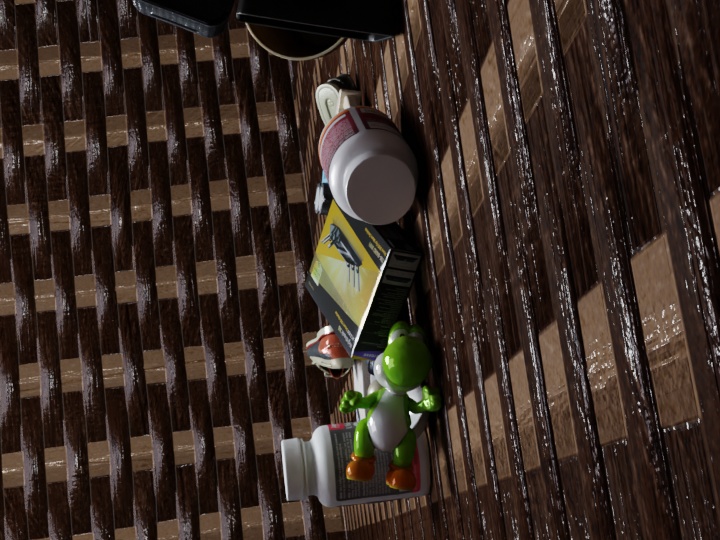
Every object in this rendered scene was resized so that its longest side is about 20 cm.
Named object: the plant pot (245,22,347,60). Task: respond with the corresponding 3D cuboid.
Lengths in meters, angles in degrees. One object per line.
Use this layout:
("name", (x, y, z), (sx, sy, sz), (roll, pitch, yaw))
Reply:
("plant pot", (-0.078, -0.416, 1.871), (0.200, 0.183, 0.190), (-23, -73, -82))

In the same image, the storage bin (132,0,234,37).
("storage bin", (-0.212, -0.424, 1.548), (0.094, 0.133, 0.203), (-167, 95, -81))

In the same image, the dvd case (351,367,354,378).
("dvd case", (-0.005, 0.057, 1.900), (0.202, 0.017, 0.144), (77, -159, -45))

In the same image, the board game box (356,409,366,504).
("board game box", (0.028, 0.287, 1.992), (0.202, 0.060, 0.202), (-102, 9, -46))

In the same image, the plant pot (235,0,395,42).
("plant pot", (-0.053, -0.398, 1.517), (0.200, 0.196, 0.181), (-127, 44, -79))

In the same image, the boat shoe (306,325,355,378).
("boat shoe", (-0.039, 0.127, 1.754), (0.200, 0.070, 0.064), (122, 139, -74))

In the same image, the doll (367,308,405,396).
("doll", (0.034, 0.082, 1.578), (0.136, 0.048, 0.204), (-24, 61, 60))

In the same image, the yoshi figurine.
("yoshi figurine", (0.041, 0.162, 1.452), (0.111, 0.111, 0.204), (7, 84, 47))

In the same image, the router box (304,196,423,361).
("router box", (0.000, 0.000, 1.558), (0.200, 0.051, 0.159), (52, 128, 55))

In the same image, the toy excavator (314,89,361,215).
("toy excavator", (-0.012, -0.183, 1.842), (0.194, 0.098, 0.204), (-154, 71, -81))

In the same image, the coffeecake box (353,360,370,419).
("coffeecake box", (0.026, 0.120, 1.767), (0.154, 0.072, 0.204), (-107, 12, -68))

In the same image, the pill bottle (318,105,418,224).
("pill bottle", (0.011, -0.128, 1.471), (0.200, 0.111, 0.115), (-109, 14, -68))

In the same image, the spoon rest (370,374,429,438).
("spoon rest", (0.047, 0.174, 1.599), (0.060, 0.099, 0.201), (40, -167, -18))

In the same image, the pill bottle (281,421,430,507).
("pill bottle", (-0.008, 0.265, 1.632), (0.111, 0.196, 0.113), (175, 90, -83))

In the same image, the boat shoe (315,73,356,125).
("boat shoe", (-0.023, -0.236, 2.034), (0.068, 0.071, 0.203), (-46, -45, -47))
